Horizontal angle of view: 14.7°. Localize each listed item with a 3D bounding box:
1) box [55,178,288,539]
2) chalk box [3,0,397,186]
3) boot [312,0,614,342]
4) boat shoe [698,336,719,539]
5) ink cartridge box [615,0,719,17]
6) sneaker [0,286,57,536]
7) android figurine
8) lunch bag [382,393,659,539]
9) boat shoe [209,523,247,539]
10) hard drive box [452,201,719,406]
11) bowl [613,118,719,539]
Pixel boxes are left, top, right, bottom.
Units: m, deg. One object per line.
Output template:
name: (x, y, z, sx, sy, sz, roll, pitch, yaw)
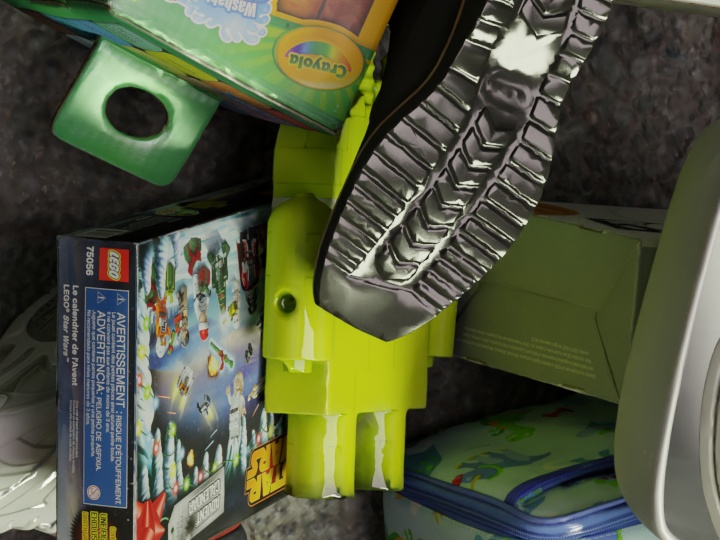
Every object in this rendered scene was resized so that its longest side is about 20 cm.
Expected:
box: (-0.068, 0.041, 1.186, 0.200, 0.040, 0.138, -23, 116, -66)
chalk box: (-0.061, -0.136, 1.173, 0.125, 0.124, 0.201, 25, 85, -30)
boot: (0.028, -0.076, 1.181, 0.077, 0.138, 0.200, 32, 90, -26)
boat shoe: (0.191, 0.109, 1.143, 0.060, 0.074, 0.201, -32, 105, -66)
ink cartridge box: (0.144, -0.190, 1.246, 0.146, 0.200, 0.147, 4, 96, -32)
sneaker: (-0.149, 0.086, 1.190, 0.200, 0.078, 0.100, -32, 117, -22)
android figurine: (0.000, 0.000, 1.241, 0.182, 0.041, 0.201, 7, 87, -68)
lunch bag: (0.123, 0.110, 1.309, 0.199, 0.161, 0.083, -12, 106, -28)
boat shoe: (-0.131, 0.166, 1.213, 0.199, 0.071, 0.063, -30, 101, -19)
hard drive box: (0.161, 0.016, 1.319, 0.199, 0.156, 0.077, 3, 97, -33)
bowl: (0.196, 0.031, 1.207, 0.199, 0.075, 0.201, 11, 94, -32)
